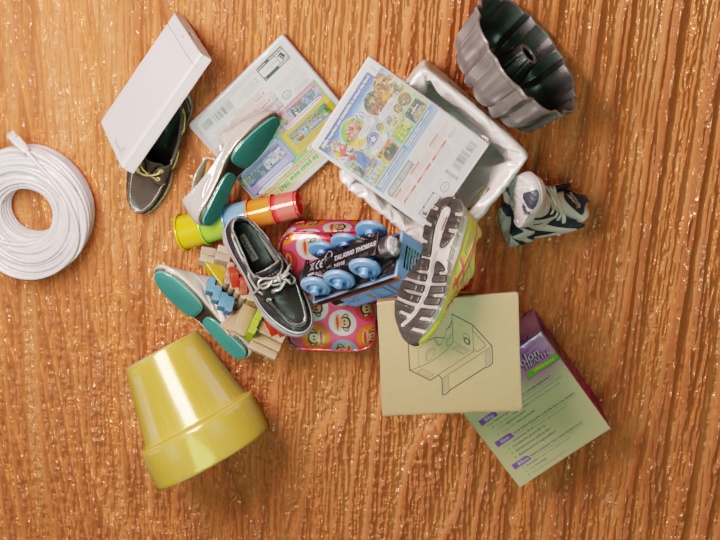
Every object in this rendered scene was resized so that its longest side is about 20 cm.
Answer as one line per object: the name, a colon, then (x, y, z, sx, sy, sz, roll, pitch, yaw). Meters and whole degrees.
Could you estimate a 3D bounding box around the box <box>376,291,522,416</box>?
box: (0.123, 0.116, 1.381, 0.195, 0.021, 0.167, -3, 99, 4)

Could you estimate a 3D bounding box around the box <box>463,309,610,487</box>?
box: (0.262, 0.202, 1.577, 0.175, 0.097, 0.201, -36, 104, 13)

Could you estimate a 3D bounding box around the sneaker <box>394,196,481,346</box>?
sneaker: (0.115, 0.011, 1.335, 0.090, 0.077, 0.203, 30, 80, -45)

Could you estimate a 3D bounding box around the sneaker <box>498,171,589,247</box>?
sneaker: (0.276, -0.100, 1.444, 0.127, 0.200, 0.081, -16, 67, -5)

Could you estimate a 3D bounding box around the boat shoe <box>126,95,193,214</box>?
boat shoe: (-0.309, -0.173, 1.495, 0.070, 0.061, 0.204, 21, 108, -5)

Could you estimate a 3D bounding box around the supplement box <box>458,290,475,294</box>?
supplement box: (0.117, 0.111, 1.498, 0.128, 0.201, 0.105, -1, 109, 2)

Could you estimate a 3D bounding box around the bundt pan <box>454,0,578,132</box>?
bundt pan: (0.207, -0.278, 1.382, 0.202, 0.203, 0.075, 44, 129, -12)

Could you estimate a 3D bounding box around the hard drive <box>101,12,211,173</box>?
hard drive: (-0.297, -0.257, 1.437, 0.026, 0.133, 0.201, 23, 112, -42)

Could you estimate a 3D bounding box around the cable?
cable: (-0.507, -0.091, 1.526, 0.199, 0.069, 0.201, 38, 106, -10)

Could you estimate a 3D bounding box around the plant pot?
plant pot: (-0.269, 0.208, 1.558, 0.198, 0.201, 0.192, -27, 91, 10)

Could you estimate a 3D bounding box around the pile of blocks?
pile of blocks: (-0.182, 0.044, 1.493, 0.082, 0.062, 0.201, -40, 85, -23)

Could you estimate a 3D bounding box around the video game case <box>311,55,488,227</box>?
video game case: (0.053, -0.169, 1.339, 0.198, 0.018, 0.144, 34, 106, -8)

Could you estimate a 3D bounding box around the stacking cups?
stacking cups: (-0.184, -0.077, 1.504, 0.196, 0.061, 0.062, -12, 108, 17)

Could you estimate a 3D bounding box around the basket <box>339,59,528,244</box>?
basket: (0.100, -0.166, 1.429, 0.199, 0.161, 0.199, 37, 106, -10)

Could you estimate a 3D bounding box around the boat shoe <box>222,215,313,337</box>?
boat shoe: (-0.129, 0.008, 1.448, 0.073, 0.068, 0.202, -29, 92, -18)

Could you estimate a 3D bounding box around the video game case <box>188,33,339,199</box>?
video game case: (-0.127, -0.216, 1.495, 0.199, 0.022, 0.182, -40, 102, 13)

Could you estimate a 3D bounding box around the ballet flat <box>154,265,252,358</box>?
ballet flat: (-0.237, 0.053, 1.561, 0.069, 0.070, 0.200, -43, 102, 14)

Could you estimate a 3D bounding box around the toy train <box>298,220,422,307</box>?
toy train: (0.000, 0.000, 1.409, 0.113, 0.088, 0.198, 30, 147, -33)

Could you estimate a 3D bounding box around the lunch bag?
lunch bag: (-0.060, 0.025, 1.539, 0.172, 0.082, 0.204, 0, 109, 3)

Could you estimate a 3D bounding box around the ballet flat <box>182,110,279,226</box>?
ballet flat: (-0.198, -0.162, 1.467, 0.069, 0.069, 0.202, 34, 93, -9)
